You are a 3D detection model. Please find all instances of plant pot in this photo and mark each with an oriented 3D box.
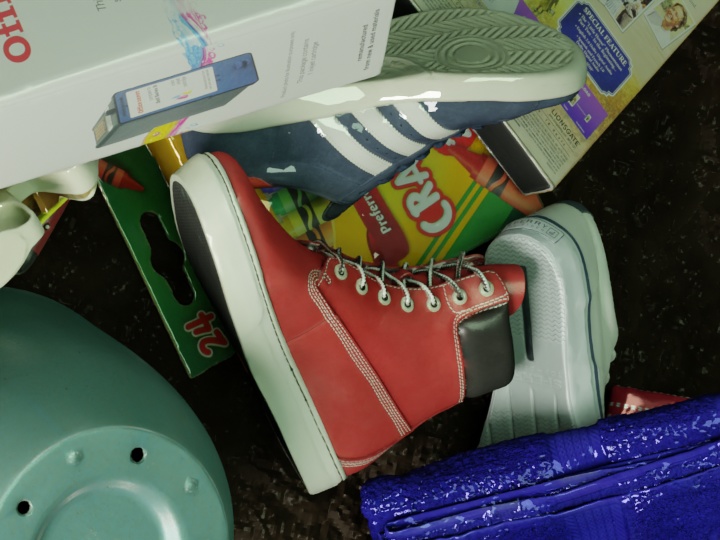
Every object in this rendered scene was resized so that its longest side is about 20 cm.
[{"bbox_3d":[-0.152,0.118,1.396,0.200,0.161,0.201,-6,102,-29],"label":"plant pot"}]

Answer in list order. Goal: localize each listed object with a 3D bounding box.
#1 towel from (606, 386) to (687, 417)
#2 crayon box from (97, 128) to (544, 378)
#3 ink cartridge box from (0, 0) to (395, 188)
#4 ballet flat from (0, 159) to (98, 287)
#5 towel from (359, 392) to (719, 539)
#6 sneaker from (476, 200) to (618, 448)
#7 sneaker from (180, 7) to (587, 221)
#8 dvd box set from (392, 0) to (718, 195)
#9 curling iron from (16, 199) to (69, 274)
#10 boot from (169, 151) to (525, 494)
[{"bbox_3d":[0.184,0.171,1.602,0.144,0.022,0.200,10,85,-17],"label":"towel"},{"bbox_3d":[-0.021,-0.042,1.521,0.200,0.051,0.127,-29,100,-16],"label":"crayon box"},{"bbox_3d":[-0.102,-0.141,1.380,0.200,0.088,0.145,-18,66,-16],"label":"ink cartridge box"},{"bbox_3d":[-0.162,-0.036,1.399,0.200,0.067,0.067,-50,130,-30],"label":"ballet flat"},{"bbox_3d":[0.110,0.146,1.509,0.200,0.050,0.148,-14,123,7],"label":"towel"},{"bbox_3d":[0.105,0.060,1.542,0.071,0.073,0.200,-33,131,-48],"label":"sneaker"},{"bbox_3d":[0.012,-0.071,1.458,0.200,0.075,0.085,-6,123,-1],"label":"sneaker"},{"bbox_3d":[0.106,-0.157,1.542,0.146,0.029,0.200,51,60,-17],"label":"dvd box set"},{"bbox_3d":[-0.133,-0.082,1.487,0.026,0.050,0.200,25,72,24],"label":"curling iron"},{"bbox_3d":[0.000,0.000,1.446,0.144,0.072,0.200,-28,127,-4],"label":"boot"}]
